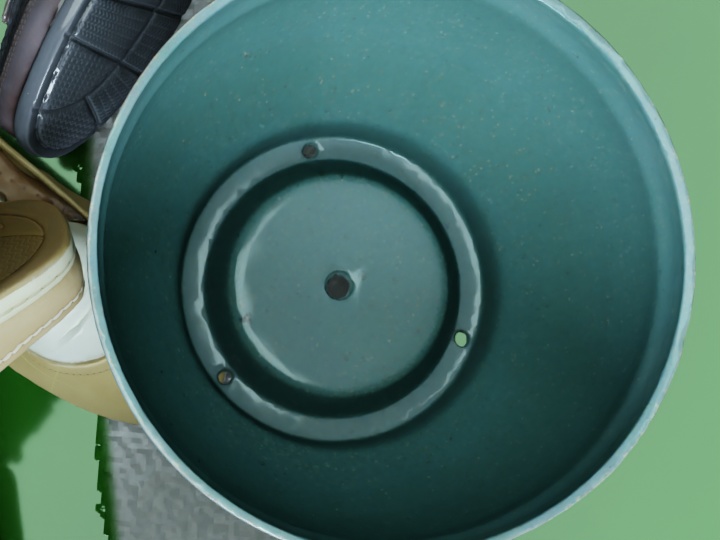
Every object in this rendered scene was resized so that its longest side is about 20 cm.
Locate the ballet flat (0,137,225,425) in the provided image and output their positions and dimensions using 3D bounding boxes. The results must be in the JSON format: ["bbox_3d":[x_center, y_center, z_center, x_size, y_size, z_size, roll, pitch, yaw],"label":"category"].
[{"bbox_3d":[-0.135,-0.013,1.012,0.200,0.063,0.069,39,91,4],"label":"ballet flat"}]

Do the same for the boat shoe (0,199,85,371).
[{"bbox_3d":[-0.176,0.049,0.972,0.200,0.074,0.069,-31,126,5],"label":"boat shoe"}]

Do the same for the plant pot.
[{"bbox_3d":[0.000,0.000,0.958,0.200,0.134,0.201,1,84,-10],"label":"plant pot"}]

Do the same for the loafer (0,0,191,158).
[{"bbox_3d":[-0.086,-0.139,1.016,0.063,0.072,0.200,31,94,24],"label":"loafer"}]
